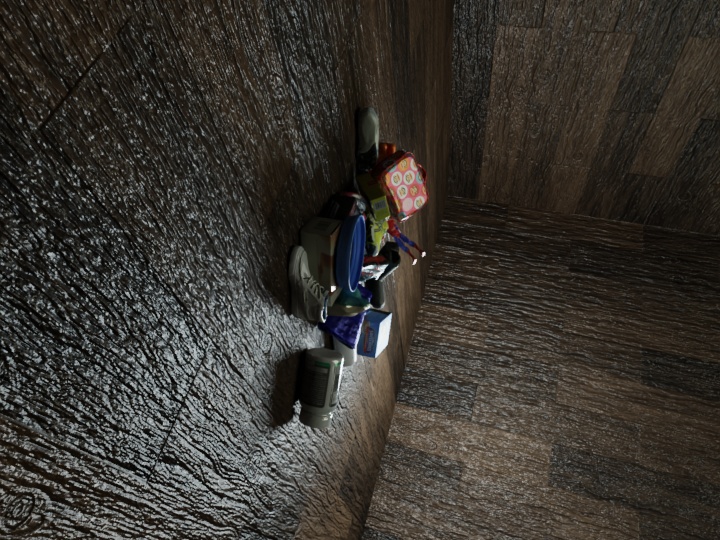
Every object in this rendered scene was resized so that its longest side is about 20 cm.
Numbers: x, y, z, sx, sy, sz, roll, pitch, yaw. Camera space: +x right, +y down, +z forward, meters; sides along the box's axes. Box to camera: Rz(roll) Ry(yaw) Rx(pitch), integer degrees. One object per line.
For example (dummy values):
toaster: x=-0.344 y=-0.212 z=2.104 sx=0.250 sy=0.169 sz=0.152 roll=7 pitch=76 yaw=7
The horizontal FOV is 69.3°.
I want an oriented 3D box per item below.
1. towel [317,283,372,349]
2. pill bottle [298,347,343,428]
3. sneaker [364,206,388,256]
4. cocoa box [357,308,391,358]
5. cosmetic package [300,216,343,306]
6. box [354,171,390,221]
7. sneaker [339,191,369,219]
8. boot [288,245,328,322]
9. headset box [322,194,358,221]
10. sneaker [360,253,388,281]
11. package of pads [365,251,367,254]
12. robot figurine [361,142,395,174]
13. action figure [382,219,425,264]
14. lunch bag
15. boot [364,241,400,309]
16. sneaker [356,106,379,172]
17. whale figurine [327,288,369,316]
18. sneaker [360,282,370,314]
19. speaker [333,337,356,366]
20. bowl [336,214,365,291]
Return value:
towel: x=-0.041 y=0.120 z=1.596 sx=0.147 sy=0.049 sz=0.203 roll=35 pitch=55 yaw=-27
pill bottle: x=-0.115 y=0.332 z=1.478 sx=0.113 sy=0.111 sz=0.204 roll=-8 pitch=108 yaw=-75
sneaker: x=0.053 y=-0.128 z=1.636 sx=0.076 sy=0.075 sz=0.203 roll=117 pitch=-20 yaw=-49
cocoa box: x=0.028 y=0.223 z=1.917 sx=0.200 sy=0.129 sz=0.136 roll=-22 pitch=121 yaw=-73
cosmetic package: x=-0.098 y=-0.023 z=1.347 sx=0.104 sy=0.085 sz=0.203 roll=-60 pitch=156 yaw=-57
box: x=0.035 y=-0.228 z=1.580 sx=0.201 sy=0.049 sz=0.076 roll=-114 pitch=-175 yaw=-58
sneaker: x=-0.021 y=-0.166 z=1.563 sx=0.201 sy=0.079 sz=0.076 roll=73 pitch=33 yaw=-62
boot: x=-0.121 y=0.036 z=1.285 sx=0.074 sy=0.094 sz=0.203 roll=-59 pitch=155 yaw=-53
headset box: x=-0.059 y=-0.102 z=1.469 sx=0.202 sy=0.076 sz=0.151 roll=80 pitch=24 yaw=-51
sneaker: x=0.000 y=0.000 z=1.647 sx=0.197 sy=0.080 sz=0.097 roll=2 pitch=126 yaw=-37
package of pads: x=0.011 y=-0.100 z=1.757 sx=0.156 sy=0.067 sz=0.202 roll=85 pitch=21 yaw=-44
robot figurine: x=0.067 y=-0.321 z=1.734 sx=0.144 sy=0.114 sz=0.204 roll=-46 pitch=143 yaw=-69
action figure: x=0.131 y=-0.099 z=1.784 sx=0.065 sy=0.200 sz=0.099 roll=-37 pitch=162 yaw=-14
lunch bag: x=0.139 y=-0.278 z=1.673 sx=0.175 sy=0.082 sz=0.202 roll=-37 pitch=123 yaw=-17
boot: x=0.082 y=0.018 z=1.772 sx=0.200 sy=0.065 sz=0.168 roll=-43 pitch=-120 yaw=50
sneaker: x=0.025 y=-0.401 z=1.605 sx=0.073 sy=0.070 sz=0.203 roll=-74 pitch=170 yaw=-53
whale figurine: x=-0.046 y=0.075 z=1.459 sx=0.200 sy=0.156 sz=0.106 roll=176 pitch=-81 yaw=-72
sneaker: x=-0.011 y=0.083 z=1.771 sx=0.202 sy=0.081 sz=0.075 roll=79 pitch=28 yaw=-53
speaker: x=-0.051 y=0.216 z=1.709 sx=0.082 sy=0.080 sz=0.203 roll=-62 pitch=157 yaw=-49
bowl: x=-0.025 y=-0.047 z=1.376 sx=0.200 sy=0.039 sz=0.205 roll=7 pitch=90 yaw=-80
